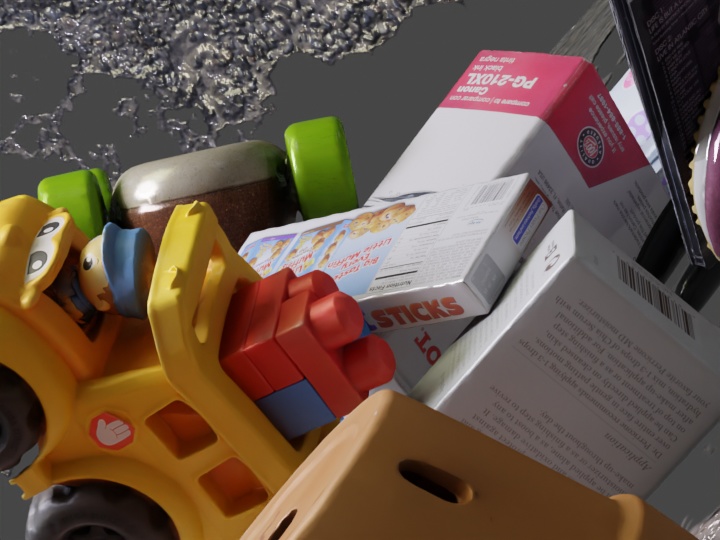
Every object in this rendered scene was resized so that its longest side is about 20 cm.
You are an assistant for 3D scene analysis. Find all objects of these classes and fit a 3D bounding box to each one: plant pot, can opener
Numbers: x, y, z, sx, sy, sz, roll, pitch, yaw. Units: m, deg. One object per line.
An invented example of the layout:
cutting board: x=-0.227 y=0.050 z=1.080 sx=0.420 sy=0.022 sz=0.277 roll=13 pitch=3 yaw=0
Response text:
plant pot: x=0.019 y=0.140 z=0.957 sx=0.200 sy=0.140 sz=0.200 roll=-50 pitch=5 yaw=6
can opener: x=0.200 y=-0.050 z=1.357 sx=0.063 sy=0.079 sz=0.200 roll=2 pitch=43 yaw=33

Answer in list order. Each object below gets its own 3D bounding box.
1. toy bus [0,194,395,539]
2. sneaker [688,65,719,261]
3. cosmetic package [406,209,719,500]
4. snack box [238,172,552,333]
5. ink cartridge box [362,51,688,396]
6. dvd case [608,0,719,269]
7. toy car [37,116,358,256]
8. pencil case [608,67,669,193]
toy bus: x=-0.088 y=0.038 z=1.178 sx=0.191 sy=0.200 sz=0.136 roll=-27 pitch=28 yaw=27
sneaker: x=0.225 y=-0.089 z=1.227 sx=0.075 sy=0.090 sz=0.201 roll=10 pitch=-80 yaw=-48
cosmetic package: x=0.068 y=0.084 z=1.163 sx=0.200 sy=0.101 sz=0.071 roll=-49 pitch=9 yaw=16
snack box: x=0.000 y=0.000 z=1.235 sx=0.199 sy=0.024 sz=0.072 roll=-11 pitch=38 yaw=47
ink cartridge box: x=0.069 y=0.008 z=1.350 sx=0.084 sy=0.145 sz=0.200 roll=10 pitch=54 yaw=47
dvd case: x=0.187 y=-0.118 z=1.254 sx=0.149 sy=0.016 sz=0.201 roll=-46 pitch=-42 yaw=-22
toy car: x=-0.071 y=0.031 z=1.400 sx=0.163 sy=0.202 sz=0.158 roll=-12 pitch=3 yaw=-1
pencil case: x=0.163 y=-0.058 z=1.569 sx=0.200 sy=0.083 sz=0.091 roll=-50 pitch=19 yaw=11
